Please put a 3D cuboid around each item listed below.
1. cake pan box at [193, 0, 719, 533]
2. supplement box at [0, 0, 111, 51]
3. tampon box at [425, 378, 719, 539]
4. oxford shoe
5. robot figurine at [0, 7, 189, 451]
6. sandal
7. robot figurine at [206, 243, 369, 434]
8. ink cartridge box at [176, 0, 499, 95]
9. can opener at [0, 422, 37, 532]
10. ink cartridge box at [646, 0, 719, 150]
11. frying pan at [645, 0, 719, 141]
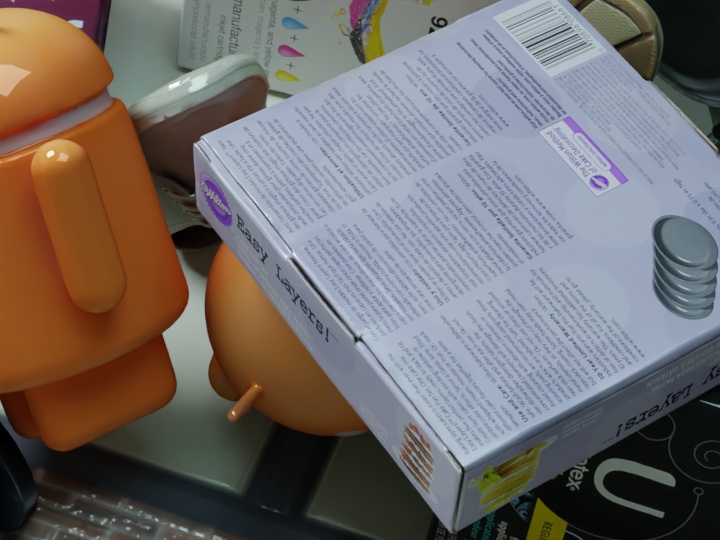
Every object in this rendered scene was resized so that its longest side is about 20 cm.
[{"bbox_3d":[0.055,-0.016,0.925,0.184,0.052,0.200,-27,60,-25],"label":"cake pan box"},{"bbox_3d":[-0.187,-0.127,1.182,0.110,0.086,0.200,7,44,-6],"label":"supplement box"},{"bbox_3d":[0.148,0.068,1.005,0.199,0.150,0.126,17,44,8],"label":"tampon box"},{"bbox_3d":[-0.072,-0.052,1.070,0.075,0.200,0.058,-23,81,-10],"label":"oxford shoe"},{"bbox_3d":[-0.146,-0.025,0.983,0.116,0.201,0.144,-14,15,13],"label":"robot figurine"},{"bbox_3d":[0.090,-0.081,1.110,0.080,0.200,0.054,35,55,6],"label":"sandal"},{"bbox_3d":[-0.001,0.001,1.045,0.143,0.117,0.200,5,26,18],"label":"robot figurine"},{"bbox_3d":[0.019,-0.181,1.237,0.199,0.147,0.145,15,44,4],"label":"ink cartridge box"},{"bbox_3d":[-0.224,0.047,0.982,0.200,0.063,0.079,46,6,0],"label":"can opener"},{"bbox_3d":[0.210,-0.110,1.200,0.200,0.084,0.146,34,43,-13],"label":"ink cartridge box"},{"bbox_3d":[0.187,-0.099,1.100,0.115,0.031,0.190,-30,94,-26],"label":"frying pan"}]
